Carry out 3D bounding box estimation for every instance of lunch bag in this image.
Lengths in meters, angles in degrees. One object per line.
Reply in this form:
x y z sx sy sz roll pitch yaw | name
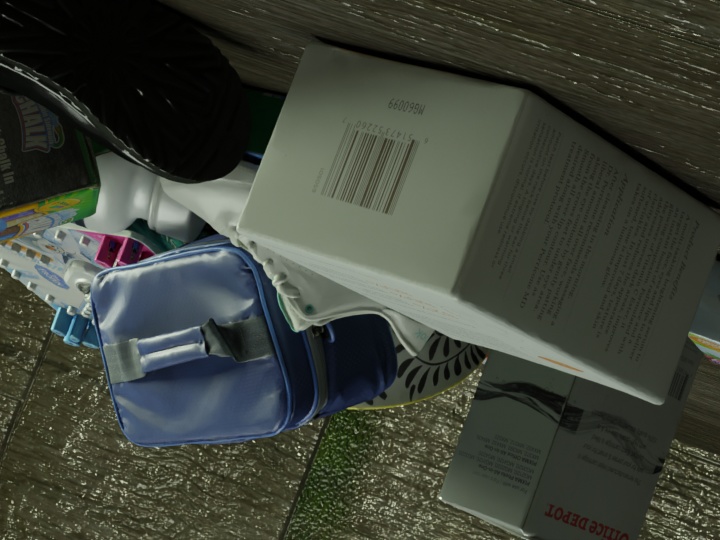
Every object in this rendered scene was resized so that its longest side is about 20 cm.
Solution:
-0.081 0.044 1.532 0.199 0.137 0.132 -12 -175 45 | lunch bag

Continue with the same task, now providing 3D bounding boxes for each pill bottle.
-0.192 -0.090 1.538 0.199 0.112 0.111 21 176 6 | pill bottle

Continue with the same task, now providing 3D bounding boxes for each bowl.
0.000 0.000 1.657 0.199 0.095 0.201 0 -143 0 | bowl

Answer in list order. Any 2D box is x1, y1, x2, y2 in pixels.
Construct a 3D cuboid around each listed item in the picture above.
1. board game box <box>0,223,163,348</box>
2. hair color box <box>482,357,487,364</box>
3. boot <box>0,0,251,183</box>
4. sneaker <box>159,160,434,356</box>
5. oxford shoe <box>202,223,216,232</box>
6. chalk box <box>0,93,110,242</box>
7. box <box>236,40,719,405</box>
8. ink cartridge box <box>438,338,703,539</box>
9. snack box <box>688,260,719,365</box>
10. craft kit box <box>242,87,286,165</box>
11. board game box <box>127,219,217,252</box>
-0.195 0.017 1.729 0.199 0.026 0.200 8 157 33 | board game box
0.107 0.044 1.812 0.199 0.062 0.102 20 177 -6 | hair color box
-0.173 -0.119 1.276 0.211 0.080 0.158 35 163 -25 | boot
-0.039 -0.009 1.425 0.199 0.089 0.075 21 177 1 | sneaker
-0.098 -0.065 1.696 0.084 0.073 0.200 13 174 25 | oxford shoe
-0.229 -0.085 1.409 0.199 0.125 0.124 -15 176 -11 | chalk box
0.065 -0.023 1.171 0.152 0.107 0.200 17 174 40 | box
0.151 0.092 1.585 0.083 0.201 0.145 17 174 40 | ink cartridge box
0.306 0.058 1.404 0.199 0.053 0.142 20 174 18 | snack box
0.025 -0.053 1.436 0.199 0.049 0.197 17 172 47 | craft kit box
-0.182 -0.046 1.852 0.200 0.028 0.135 41 158 17 | board game box
